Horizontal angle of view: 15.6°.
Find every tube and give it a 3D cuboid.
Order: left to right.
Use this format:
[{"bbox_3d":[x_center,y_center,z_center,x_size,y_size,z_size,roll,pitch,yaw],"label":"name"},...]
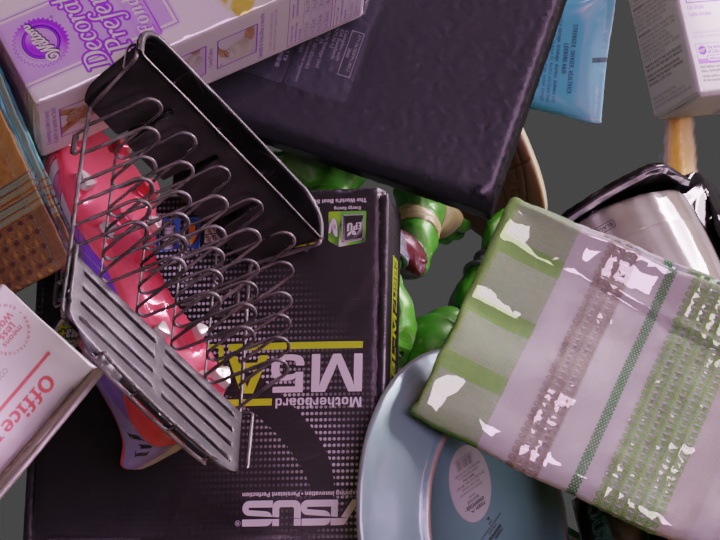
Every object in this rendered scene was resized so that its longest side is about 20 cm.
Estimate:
[{"bbox_3d":[0.043,-0.133,1.501,0.198,0.050,0.078,8,116,9],"label":"tube"}]

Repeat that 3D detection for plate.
[{"bbox_3d":[0.065,0.140,1.407,0.200,0.025,0.202,16,69,-51],"label":"plate"}]

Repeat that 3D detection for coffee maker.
[{"bbox_3d":[0.205,0.055,1.498,0.191,0.135,0.201,-4,59,-44],"label":"coffee maker"}]

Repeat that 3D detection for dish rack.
[{"bbox_3d":[-0.086,-0.004,1.303,0.153,0.054,0.201,44,29,-31],"label":"dish rack"}]

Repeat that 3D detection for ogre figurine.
[{"bbox_3d":[0.000,0.000,1.494,0.199,0.098,0.121,27,55,-28],"label":"ogre figurine"}]

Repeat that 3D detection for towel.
[{"bbox_3d":[-0.239,-0.070,1.388,0.022,0.146,0.201,-22,87,-59],"label":"towel"},{"bbox_3d":[0.144,0.055,1.377,0.199,0.031,0.150,24,62,5],"label":"towel"}]

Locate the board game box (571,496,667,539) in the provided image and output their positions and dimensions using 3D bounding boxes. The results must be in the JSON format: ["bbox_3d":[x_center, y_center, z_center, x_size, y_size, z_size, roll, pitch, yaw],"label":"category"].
[{"bbox_3d":[0.211,0.202,1.515,0.199,0.028,0.136,17,49,-40],"label":"board game box"}]

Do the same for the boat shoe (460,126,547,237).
[{"bbox_3d":[0.056,-0.111,1.562,0.201,0.073,0.065,60,30,-5],"label":"boat shoe"}]

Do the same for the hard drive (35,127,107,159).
[{"bbox_3d":[-0.179,-0.139,1.478,0.199,0.042,0.135,-33,91,-28],"label":"hard drive"}]

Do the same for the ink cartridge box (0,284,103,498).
[{"bbox_3d":[-0.206,0.080,1.320,0.068,0.200,0.115,43,64,-8],"label":"ink cartridge box"}]

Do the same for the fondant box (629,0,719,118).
[{"bbox_3d":[0.240,-0.204,1.668,0.143,0.058,0.201,-6,80,-25],"label":"fondant box"}]

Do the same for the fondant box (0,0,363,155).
[{"bbox_3d":[-0.115,-0.169,1.408,0.199,0.058,0.145,-26,68,-15],"label":"fondant box"}]

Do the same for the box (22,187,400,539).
[{"bbox_3d":[-0.079,0.057,1.416,0.198,0.048,0.195,-1,72,12],"label":"box"}]

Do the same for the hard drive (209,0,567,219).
[{"bbox_3d":[0.002,-0.126,1.463,0.199,0.033,0.140,19,82,8],"label":"hard drive"}]

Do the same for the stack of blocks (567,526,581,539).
[{"bbox_3d":[0.117,0.219,1.509,0.199,0.059,0.116,31,66,-14],"label":"stack of blocks"}]

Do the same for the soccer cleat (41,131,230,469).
[{"bbox_3d":[-0.133,0.009,1.388,0.066,0.076,0.201,6,48,-47],"label":"soccer cleat"}]
